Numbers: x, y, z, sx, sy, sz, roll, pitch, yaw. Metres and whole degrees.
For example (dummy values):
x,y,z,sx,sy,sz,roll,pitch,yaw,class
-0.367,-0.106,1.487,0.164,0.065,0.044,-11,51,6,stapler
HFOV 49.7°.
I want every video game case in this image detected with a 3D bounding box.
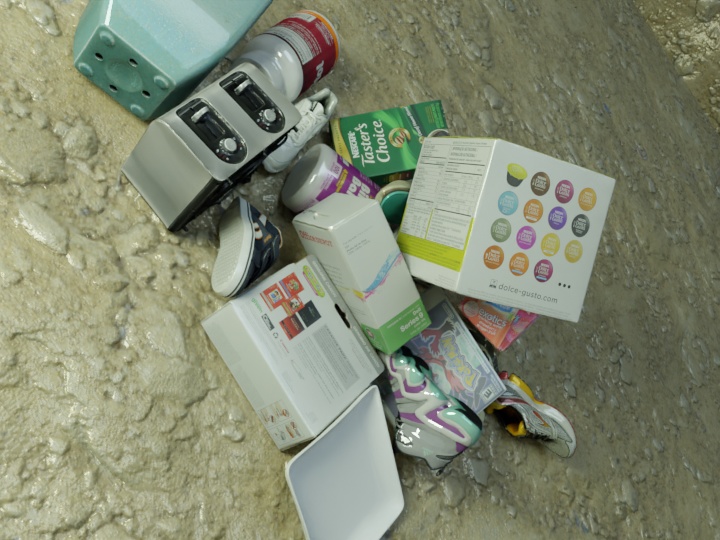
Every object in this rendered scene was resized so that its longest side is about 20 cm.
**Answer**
x,y,z,sx,sy,sz,roll,pitch,yaw,class
0.100,0.152,1.178,0.181,0.023,0.201,-35,94,-14,video game case

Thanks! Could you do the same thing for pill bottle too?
x,y,z,sx,sy,sz,roll,pitch,yaw,class
-0.016,-0.096,1.210,0.199,0.112,0.113,35,47,-24,pill bottle
-0.122,-0.332,1.241,0.113,0.113,0.200,50,43,-10,pill bottle

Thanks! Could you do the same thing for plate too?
x,y,z,sx,sy,sz,roll,pitch,yaw,class
-0.021,0.282,1.008,0.199,0.032,0.203,-36,119,-49,plate

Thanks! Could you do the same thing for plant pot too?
x,y,z,sx,sy,sz,roll,pitch,yaw,class
-0.273,-0.325,1.041,0.195,0.195,0.202,38,54,-22,plant pot

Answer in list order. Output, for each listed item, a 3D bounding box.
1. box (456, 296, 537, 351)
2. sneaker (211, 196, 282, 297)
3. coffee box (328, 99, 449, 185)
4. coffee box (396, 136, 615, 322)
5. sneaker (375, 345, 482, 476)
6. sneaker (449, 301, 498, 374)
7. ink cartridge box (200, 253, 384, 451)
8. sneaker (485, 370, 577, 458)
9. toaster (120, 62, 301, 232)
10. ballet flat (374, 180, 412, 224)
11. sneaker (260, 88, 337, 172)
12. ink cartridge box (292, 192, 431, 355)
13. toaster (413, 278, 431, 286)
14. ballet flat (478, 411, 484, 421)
x,y,z,sx,sy,sz,roll,pitch,yaw,class
0.236,0.067,1.293,0.103,0.095,0.200,47,7,14,box
-0.146,-0.024,1.034,0.079,0.078,0.201,34,26,-25,sneaker
0.052,-0.210,1.307,0.197,0.044,0.125,-10,71,-3,coffee box
0.189,-0.062,1.066,0.197,0.200,0.201,14,94,-24,coffee box
0.063,0.206,1.117,0.200,0.140,0.078,45,13,20,sneaker
0.146,0.122,1.257,0.077,0.088,0.201,-40,95,-28,sneaker
-0.085,0.105,1.049,0.175,0.084,0.201,-33,93,-47,ink cartridge box
0.288,0.265,1.338,0.199,0.078,0.083,38,49,-10,sneaker
-0.198,-0.158,1.024,0.119,0.199,0.181,49,50,-6,toaster
0.071,-0.104,1.188,0.199,0.067,0.063,18,34,-55,ballet flat
-0.102,-0.228,1.227,0.075,0.081,0.201,48,44,-14,sneaker
0.000,0.000,1.096,0.087,0.145,0.202,-34,112,-18,ink cartridge box
0.147,-0.056,1.333,0.113,0.129,0.203,19,55,-35,toaster
0.123,0.185,1.227,0.200,0.069,0.070,47,43,-13,ballet flat
